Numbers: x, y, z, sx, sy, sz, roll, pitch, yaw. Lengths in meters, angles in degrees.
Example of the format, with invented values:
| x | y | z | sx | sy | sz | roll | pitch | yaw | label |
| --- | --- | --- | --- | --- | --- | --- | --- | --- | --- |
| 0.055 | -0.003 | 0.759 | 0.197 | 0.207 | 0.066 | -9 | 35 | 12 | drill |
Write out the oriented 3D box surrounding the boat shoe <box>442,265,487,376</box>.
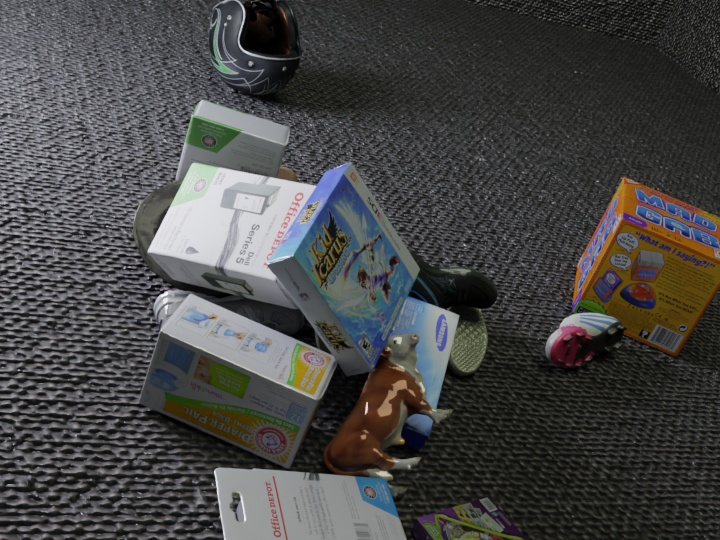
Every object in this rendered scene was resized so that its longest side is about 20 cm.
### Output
| x | y | z | sx | sy | sz | roll | pitch | yaw | label |
| --- | --- | --- | --- | --- | --- | --- | --- | --- | --- |
| 0.147 | 0.083 | 1.492 | 0.074 | 0.062 | 0.200 | 16 | 44 | -19 | boat shoe |

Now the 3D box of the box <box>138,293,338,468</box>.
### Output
| x | y | z | sx | sy | sz | roll | pitch | yaw | label |
| --- | --- | --- | --- | --- | --- | --- | --- | --- | --- |
| -0.144 | 0.131 | 1.166 | 0.200 | 0.113 | 0.101 | 23 | 27 | 2 | box |

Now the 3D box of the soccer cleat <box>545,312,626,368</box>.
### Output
| x | y | z | sx | sy | sz | roll | pitch | yaw | label |
| --- | --- | --- | --- | --- | --- | --- | --- | --- | --- |
| 0.345 | 0.109 | 1.581 | 0.200 | 0.070 | 0.086 | -7 | 23 | -43 | soccer cleat |

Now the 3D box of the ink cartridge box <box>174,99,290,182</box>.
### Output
| x | y | z | sx | sy | sz | roll | pitch | yaw | label |
| --- | --- | --- | --- | --- | --- | --- | --- | --- | --- |
| -0.205 | -0.136 | 1.490 | 0.146 | 0.200 | 0.084 | 17 | 26 | -8 | ink cartridge box |

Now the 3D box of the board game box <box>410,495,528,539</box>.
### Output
| x | y | z | sx | sy | sz | roll | pitch | yaw | label |
| --- | --- | --- | --- | --- | --- | --- | --- | --- | --- |
| 0.161 | 0.343 | 1.096 | 0.120 | 0.032 | 0.200 | -1 | 35 | -41 | board game box |

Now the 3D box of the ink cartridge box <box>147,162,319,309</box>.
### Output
| x | y | z | sx | sy | sz | roll | pitch | yaw | label |
| --- | --- | --- | --- | --- | --- | --- | --- | --- | --- |
| -0.151 | -0.047 | 1.276 | 0.200 | 0.084 | 0.146 | 12 | 66 | 25 | ink cartridge box |

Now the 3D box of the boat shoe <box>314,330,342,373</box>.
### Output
| x | y | z | sx | sy | sz | roll | pitch | yaw | label |
| --- | --- | --- | --- | --- | --- | --- | --- | --- | --- |
| -0.022 | 0.042 | 1.307 | 0.057 | 0.200 | 0.067 | 3 | 8 | 31 | boat shoe |

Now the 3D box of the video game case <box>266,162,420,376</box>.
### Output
| x | y | z | sx | sy | sz | roll | pitch | yaw | label |
| --- | --- | --- | --- | --- | --- | --- | --- | --- | --- |
| -0.013 | -0.005 | 1.204 | 0.181 | 0.045 | 0.200 | 55 | 38 | -24 | video game case |

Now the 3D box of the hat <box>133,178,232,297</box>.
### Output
| x | y | z | sx | sy | sz | roll | pitch | yaw | label |
| --- | --- | --- | --- | --- | --- | --- | --- | --- | --- |
| -0.231 | -0.030 | 1.401 | 0.200 | 0.081 | 0.201 | 11 | 57 | -18 | hat |

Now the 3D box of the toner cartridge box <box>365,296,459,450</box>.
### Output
| x | y | z | sx | sy | sz | roll | pitch | yaw | label |
| --- | --- | --- | --- | --- | --- | --- | --- | --- | --- |
| 0.063 | 0.131 | 1.300 | 0.095 | 0.043 | 0.200 | 21 | 52 | -3 | toner cartridge box |

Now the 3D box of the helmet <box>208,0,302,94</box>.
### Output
| x | y | z | sx | sy | sz | roll | pitch | yaw | label |
| --- | --- | --- | --- | --- | --- | --- | --- | --- | --- |
| -0.220 | -0.460 | 2.033 | 0.200 | 0.191 | 0.200 | -9 | 4 | 1 | helmet |

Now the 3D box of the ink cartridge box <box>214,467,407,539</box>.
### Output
| x | y | z | sx | sy | sz | roll | pitch | yaw | label |
| --- | --- | --- | --- | --- | --- | --- | --- | --- | --- |
| -0.059 | 0.275 | 1.026 | 0.200 | 0.067 | 0.116 | 9 | 31 | -21 | ink cartridge box |

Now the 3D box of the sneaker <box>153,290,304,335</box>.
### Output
| x | y | z | sx | sy | sz | roll | pitch | yaw | label |
| --- | --- | --- | --- | --- | --- | --- | --- | --- | --- |
| -0.172 | 0.078 | 1.298 | 0.200 | 0.075 | 0.082 | 0 | 43 | -15 | sneaker |

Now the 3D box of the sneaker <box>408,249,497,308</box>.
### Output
| x | y | z | sx | sy | sz | roll | pitch | yaw | label |
| --- | --- | --- | --- | --- | --- | --- | --- | --- | --- |
| 0.109 | 0.033 | 1.421 | 0.200 | 0.073 | 0.082 | 15 | 59 | -21 | sneaker |

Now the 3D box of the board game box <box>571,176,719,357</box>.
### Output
| x | y | z | sx | sy | sz | roll | pitch | yaw | label |
| --- | --- | --- | --- | --- | --- | --- | --- | --- | --- |
| 0.513 | -0.010 | 1.736 | 0.200 | 0.200 | 0.200 | 24 | 30 | 4 | board game box |

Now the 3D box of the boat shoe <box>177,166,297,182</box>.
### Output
| x | y | z | sx | sy | sz | roll | pitch | yaw | label |
| --- | --- | --- | --- | --- | --- | --- | --- | --- | --- |
| -0.208 | -0.149 | 1.657 | 0.200 | 0.071 | 0.065 | 8 | -4 | -7 | boat shoe |

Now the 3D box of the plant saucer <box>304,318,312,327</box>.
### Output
| x | y | z | sx | sy | sz | roll | pitch | yaw | label |
| --- | --- | --- | --- | --- | --- | --- | --- | --- | --- |
| -0.093 | -0.011 | 1.414 | 0.034 | 0.201 | 0.200 | -16 | 13 | 29 | plant saucer |

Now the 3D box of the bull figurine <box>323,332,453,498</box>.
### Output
| x | y | z | sx | sy | sz | roll | pitch | yaw | label |
| --- | --- | --- | --- | --- | --- | --- | --- | --- | --- |
| 0.039 | 0.174 | 1.190 | 0.121 | 0.065 | 0.200 | 28 | 70 | 13 | bull figurine |
